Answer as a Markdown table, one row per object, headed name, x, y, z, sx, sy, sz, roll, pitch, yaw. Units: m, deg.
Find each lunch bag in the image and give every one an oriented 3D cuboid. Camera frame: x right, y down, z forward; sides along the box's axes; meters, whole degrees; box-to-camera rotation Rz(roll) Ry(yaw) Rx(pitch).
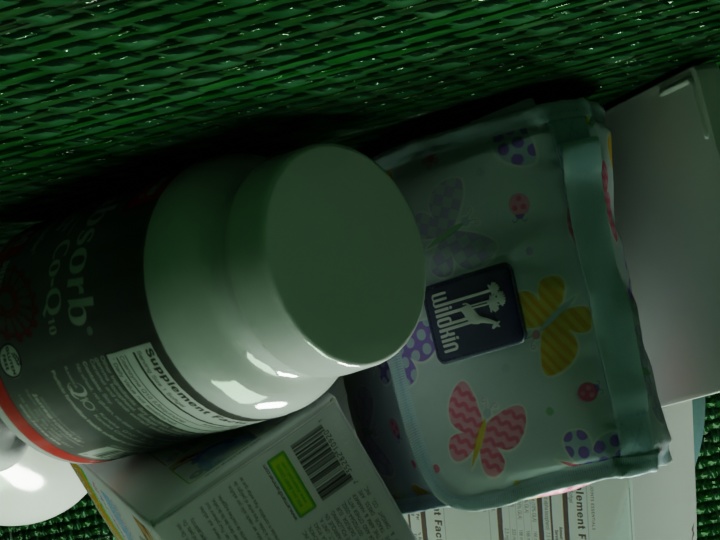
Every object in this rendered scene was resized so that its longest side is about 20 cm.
| name | x | y | z | sx | sy | sz | roll | pitch | yaw |
| --- | --- | --- | --- | --- | --- | --- | --- | --- | --- |
| lunch bag | 0.060 | 0.020 | 1.062 | 0.126 | 0.171 | 0.200 | -11 | 177 | -24 |

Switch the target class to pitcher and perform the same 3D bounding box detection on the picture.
| name | x | y | z | sx | sy | sz | roll | pitch | yaw |
| --- | --- | --- | --- | --- | --- | --- | --- | --- | --- |
| pitcher | -0.257 | 0.088 | 1.441 | 0.170 | 0.122 | 0.200 | 9 | 170 | 21 |

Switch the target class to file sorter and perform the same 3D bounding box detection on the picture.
| name | x | y | z | sx | sy | sz | roll | pitch | yaw |
| --- | --- | --- | --- | --- | --- | --- | --- | --- | --- |
| file sorter | 0.176 | -0.015 | 1.114 | 0.124 | 0.140 | 0.200 | -12 | 174 | -25 |

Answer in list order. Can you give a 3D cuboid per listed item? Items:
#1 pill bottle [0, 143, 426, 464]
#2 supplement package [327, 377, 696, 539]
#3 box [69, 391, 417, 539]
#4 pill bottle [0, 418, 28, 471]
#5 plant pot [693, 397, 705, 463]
| name | x | y | z | sx | sy | sz | roll | pitch | yaw |
| --- | --- | --- | --- | --- | --- | --- | --- | --- | --- |
| pill bottle | -0.072 | 0.014 | 1.020 | 0.115 | 0.117 | 0.199 | -5 | 171 | -45 |
| supplement package | 0.072 | 0.117 | 1.281 | 0.199 | 0.152 | 0.152 | 4 | -153 | 19 |
| box | -0.058 | 0.115 | 1.116 | 0.101 | 0.113 | 0.200 | -33 | -163 | -13 |
| pill bottle | -0.263 | 0.059 | 1.100 | 0.199 | 0.113 | 0.112 | -13 | 173 | 13 |
| plant pot | 0.120 | 0.042 | 1.416 | 0.199 | 0.201 | 0.135 | -9 | 137 | -14 |
